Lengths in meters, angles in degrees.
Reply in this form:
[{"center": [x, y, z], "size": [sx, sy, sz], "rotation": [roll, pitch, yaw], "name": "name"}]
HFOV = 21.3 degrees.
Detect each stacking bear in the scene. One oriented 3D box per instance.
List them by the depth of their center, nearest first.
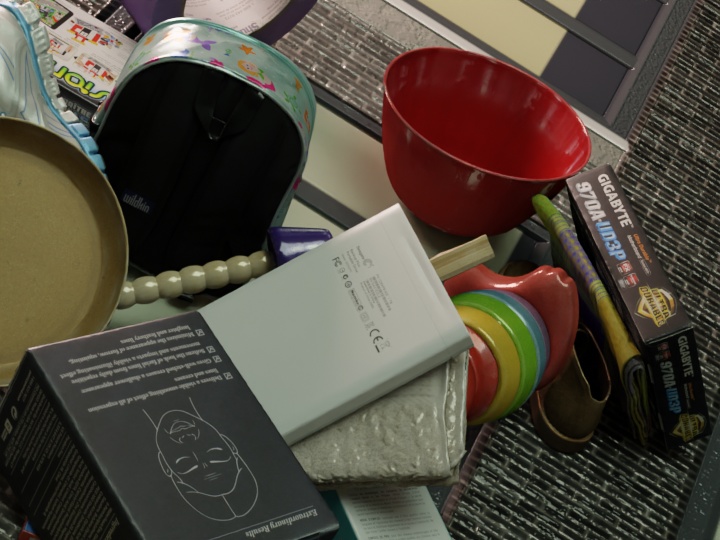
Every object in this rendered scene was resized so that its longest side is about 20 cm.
[{"center": [0.082, 0.072, 1.526], "size": [0.121, 0.115, 0.200], "rotation": [3, 15, 29], "name": "stacking bear"}]

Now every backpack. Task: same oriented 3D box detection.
[{"center": [-0.128, -0.099, 1.527], "size": [0.177, 0.201, 0.151], "rotation": [23, 37, -8], "name": "backpack"}]

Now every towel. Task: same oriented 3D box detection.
[{"center": [-0.017, 0.100, 1.421], "size": [0.199, 0.035, 0.133], "rotation": [-5, 59, 14], "name": "towel"}, {"center": [0.202, 0.041, 1.657], "size": [0.023, 0.144, 0.201], "rotation": [-24, 57, -1], "name": "towel"}]

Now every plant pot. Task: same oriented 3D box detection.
[{"center": [-0.271, -0.013, 1.413], "size": [0.199, 0.027, 0.201], "rotation": [2, 82, -14], "name": "plant pot"}]

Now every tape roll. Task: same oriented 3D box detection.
[{"center": [-0.122, -0.280, 1.721], "size": [0.199, 0.200, 0.085], "rotation": [-12, 55, -40], "name": "tape roll"}]

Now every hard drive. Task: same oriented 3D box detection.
[{"center": [-0.032, 0.049, 1.420], "size": [0.199, 0.027, 0.132], "rotation": [-28, 57, 1], "name": "hard drive"}]

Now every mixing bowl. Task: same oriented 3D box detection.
[{"center": [0.098, -0.101, 1.736], "size": [0.199, 0.109, 0.201], "rotation": [15, 35, -11], "name": "mixing bowl"}]

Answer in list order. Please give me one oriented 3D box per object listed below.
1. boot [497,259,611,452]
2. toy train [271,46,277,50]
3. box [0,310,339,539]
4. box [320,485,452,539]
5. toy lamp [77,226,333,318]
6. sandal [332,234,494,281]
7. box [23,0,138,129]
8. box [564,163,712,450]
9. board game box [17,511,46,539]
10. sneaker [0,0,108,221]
[{"center": [0.172, 0.056, 1.656], "size": [0.073, 0.076, 0.201], "rotation": [6, 44, -24], "name": "boot"}, {"center": [-0.103, -0.135, 1.705], "size": [0.034, 0.046, 0.201], "rotation": [14, 38, -2], "name": "toy train"}, {"center": [-0.137, 0.145, 1.311], "size": [0.148, 0.107, 0.200], "rotation": [-12, 55, -40], "name": "box"}, {"center": [-0.006, 0.153, 1.460], "size": [0.082, 0.049, 0.201], "rotation": [-1, 49, -33], "name": "box"}, {"center": [-0.116, 0.006, 1.481], "size": [0.199, 0.058, 0.058], "rotation": [-13, 51, -7], "name": "toy lamp"}, {"center": [-0.001, 0.001, 1.539], "size": [0.211, 0.078, 0.070], "rotation": [-24, 88, -7], "name": "sandal"}, {"center": [-0.237, -0.172, 1.664], "size": [0.199, 0.035, 0.110], "rotation": [30, 39, -1], "name": "box"}, {"center": [0.239, 0.031, 1.655], "size": [0.046, 0.159, 0.201], "rotation": [-20, 48, 0], "name": "box"}, {"center": [-0.176, 0.137, 1.394], "size": [0.102, 0.019, 0.201], "rotation": [24, 40, -11], "name": "board game box"}, {"center": [-0.265, -0.111, 1.469], "size": [0.086, 0.075, 0.201], "rotation": [-20, 82, -48], "name": "sneaker"}]
